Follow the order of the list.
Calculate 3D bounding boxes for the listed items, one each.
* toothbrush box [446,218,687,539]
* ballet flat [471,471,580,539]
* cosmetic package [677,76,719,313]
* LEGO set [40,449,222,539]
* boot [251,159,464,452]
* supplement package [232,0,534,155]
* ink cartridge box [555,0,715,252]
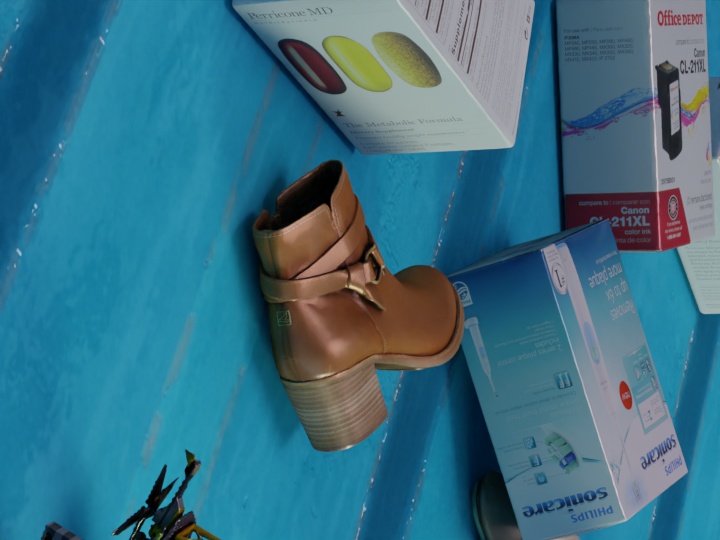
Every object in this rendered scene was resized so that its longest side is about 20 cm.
[{"bbox_3d":[0.148,0.078,1.934,0.146,0.085,0.201,-20,94,-64],"label":"toothbrush box"},{"bbox_3d":[0.140,0.214,1.987,0.200,0.063,0.068,64,31,-42],"label":"ballet flat"},{"bbox_3d":[0.315,-0.064,2.364,0.200,0.071,0.102,65,34,-41],"label":"cosmetic package"},{"bbox_3d":[-0.137,0.192,1.382,0.200,0.116,0.154,-36,151,-56],"label":"LEGO set"},{"bbox_3d":[0.000,0.000,1.687,0.200,0.073,0.155,-54,132,-56],"label":"boot"},{"bbox_3d":[0.017,-0.166,1.678,0.200,0.113,0.110,45,48,-54],"label":"supplement package"},{"bbox_3d":[0.219,-0.120,2.146,0.146,0.082,0.201,-13,102,-64],"label":"ink cartridge box"}]
